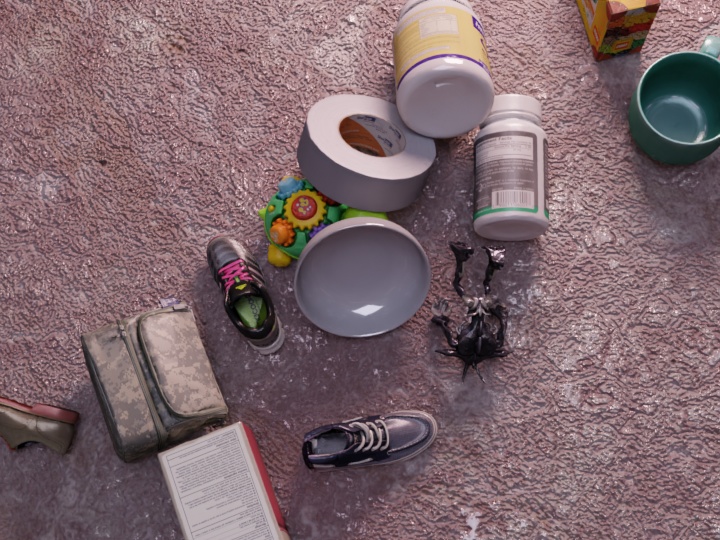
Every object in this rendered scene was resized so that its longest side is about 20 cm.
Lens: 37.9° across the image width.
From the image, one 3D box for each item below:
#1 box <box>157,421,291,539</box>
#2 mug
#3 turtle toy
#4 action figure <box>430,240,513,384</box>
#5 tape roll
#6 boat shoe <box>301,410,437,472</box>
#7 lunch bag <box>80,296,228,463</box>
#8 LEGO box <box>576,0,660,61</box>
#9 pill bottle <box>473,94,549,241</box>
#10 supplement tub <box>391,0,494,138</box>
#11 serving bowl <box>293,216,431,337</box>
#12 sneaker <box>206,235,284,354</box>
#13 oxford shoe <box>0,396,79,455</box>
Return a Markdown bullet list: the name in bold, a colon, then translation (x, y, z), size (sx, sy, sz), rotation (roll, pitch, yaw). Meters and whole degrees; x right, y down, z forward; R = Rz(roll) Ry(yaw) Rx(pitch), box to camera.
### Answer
- **box**: translation (-0.184, 0.330, 1.463), size (0.128, 0.109, 0.200), rotation (-21, 74, -3)
- **mug**: translation (0.496, -0.245, 1.581), size (0.185, 0.114, 0.152), rotation (-30, 74, -6)
- **turtle toy**: translation (-0.057, -0.078, 1.575), size (0.200, 0.101, 0.146), rotation (6, 75, 5)
- **action figure**: translation (0.166, 0.060, 1.527), size (0.119, 0.102, 0.200), rotation (3, 100, -4)
- **tape roll**: translation (0.009, -0.178, 1.566), size (0.200, 0.066, 0.200), rotation (12, 43, -11)
- **boat shoe**: translation (0.012, 0.241, 1.484), size (0.200, 0.093, 0.075), rotation (-16, 74, -1)
- **lunch bag**: translation (-0.296, 0.155, 1.512), size (0.168, 0.139, 0.200), rotation (-18, 74, -19)
- **LEGO box**: translation (0.386, -0.453, 1.630), size (0.077, 0.149, 0.200), rotation (-13, 74, -1)
- **pill bottle**: translation (0.226, -0.154, 1.573), size (0.113, 0.113, 0.200), rotation (1, 74, 4)
- **supplement tub**: translation (0.122, -0.315, 1.584), size (0.145, 0.145, 0.200), rotation (-4, 50, 2)
- **serving bowl**: translation (0.000, 0.000, 1.525), size (0.200, 0.200, 0.066), rotation (-11, 37, 0)
- **sneaker**: translation (-0.175, 0.027, 1.560), size (0.074, 0.087, 0.200), rotation (-26, 74, -4)
- **oxford shoe**: translation (-0.518, 0.224, 1.536), size (0.200, 0.070, 0.075), rotation (9, 80, 7)
